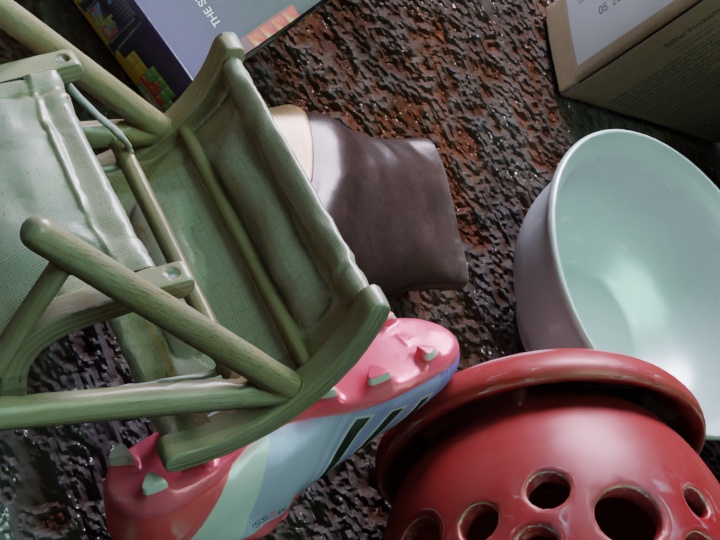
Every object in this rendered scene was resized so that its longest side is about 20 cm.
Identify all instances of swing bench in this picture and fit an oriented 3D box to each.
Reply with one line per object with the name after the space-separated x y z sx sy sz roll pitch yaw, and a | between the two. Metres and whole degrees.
-0.124 -0.023 0.966 0.200 0.130 0.199 13 35 -41 | swing bench

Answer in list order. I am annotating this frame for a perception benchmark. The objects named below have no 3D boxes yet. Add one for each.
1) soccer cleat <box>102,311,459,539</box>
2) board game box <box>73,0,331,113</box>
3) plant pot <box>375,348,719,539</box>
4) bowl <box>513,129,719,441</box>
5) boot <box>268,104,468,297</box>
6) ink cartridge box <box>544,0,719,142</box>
-0.036 0.086 1.027 0.200 0.077 0.067 -27 42 -26 | soccer cleat
-0.102 -0.212 1.162 0.165 0.057 0.200 -40 95 -33 | board game box
0.100 0.150 1.064 0.200 0.200 0.183 17 50 -35 | plant pot
0.159 0.023 1.270 0.201 0.090 0.202 22 53 -32 | bowl
0.000 0.000 1.148 0.166 0.072 0.201 7 59 -38 | boot
0.250 -0.174 1.390 0.164 0.200 0.075 14 57 -38 | ink cartridge box
